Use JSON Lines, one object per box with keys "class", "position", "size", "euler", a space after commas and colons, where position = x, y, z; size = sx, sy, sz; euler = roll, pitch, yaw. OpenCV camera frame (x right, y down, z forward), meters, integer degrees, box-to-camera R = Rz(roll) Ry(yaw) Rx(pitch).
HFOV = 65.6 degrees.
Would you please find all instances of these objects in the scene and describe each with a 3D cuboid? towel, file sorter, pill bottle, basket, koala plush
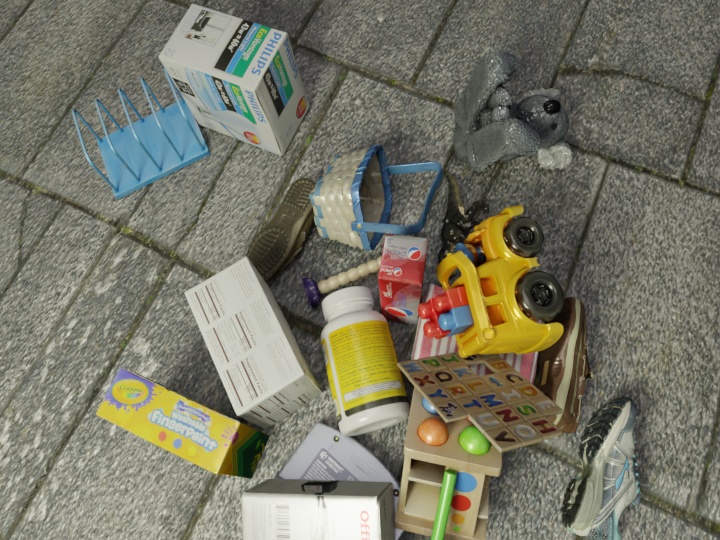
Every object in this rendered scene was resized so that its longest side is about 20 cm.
{"class": "towel", "position": [0.181, 0.116, 0.880], "size": [0.194, 0.030, 0.151], "euler": [15, 73, 4]}
{"class": "file sorter", "position": [-0.410, -0.261, 1.043], "size": [0.196, 0.123, 0.141], "euler": [-27, 68, -5]}
{"class": "pill bottle", "position": [0.001, 0.135, 0.854], "size": [0.109, 0.113, 0.206], "euler": [-14, 69, 0]}
{"class": "basket", "position": [0.029, -0.124, 0.925], "size": [0.194, 0.142, 0.178], "euler": [0, 39, 26]}
{"class": "koala plush", "position": [0.278, -0.257, 0.973], "size": [0.194, 0.184, 0.183], "euler": [-7, 76, -20]}

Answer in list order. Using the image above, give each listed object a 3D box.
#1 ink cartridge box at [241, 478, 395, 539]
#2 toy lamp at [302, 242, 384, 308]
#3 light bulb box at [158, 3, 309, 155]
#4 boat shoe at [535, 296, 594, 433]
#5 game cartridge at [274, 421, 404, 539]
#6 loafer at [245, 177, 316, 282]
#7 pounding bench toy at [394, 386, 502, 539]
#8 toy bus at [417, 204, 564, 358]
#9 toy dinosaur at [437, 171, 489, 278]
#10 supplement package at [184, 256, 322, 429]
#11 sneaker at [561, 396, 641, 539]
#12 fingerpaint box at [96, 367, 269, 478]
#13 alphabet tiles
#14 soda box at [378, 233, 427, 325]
{"class": "ink cartridge box", "position": [-0.053, 0.365, 0.747], "size": [0.193, 0.083, 0.150], "euler": [-5, 83, 18]}
{"class": "toy lamp", "position": [0.000, 0.000, 0.937], "size": [0.195, 0.059, 0.060], "euler": [-22, 68, -4]}
{"class": "light bulb box", "position": [-0.218, -0.339, 1.013], "size": [0.195, 0.199, 0.128], "euler": [22, 73, 15]}
{"class": "boat shoe", "position": [0.316, 0.145, 0.851], "size": [0.073, 0.075, 0.207], "euler": [25, 70, -10]}
{"class": "game cartridge", "position": [-0.019, 0.327, 0.824], "size": [0.198, 0.041, 0.134], "euler": [37, 80, 17]}
{"class": "loafer", "position": [-0.127, -0.060, 0.970], "size": [0.075, 0.067, 0.202], "euler": [36, 92, 21]}
{"class": "pounding bench toy", "position": [0.112, 0.269, 0.719], "size": [0.120, 0.161, 0.201], "euler": [9, 29, 9]}
{"class": "toy bus", "position": [0.171, 0.024, 0.810], "size": [0.186, 0.136, 0.206], "euler": [-7, 71, -12]}
{"class": "toy dinosaur", "position": [0.179, -0.089, 0.962], "size": [0.085, 0.048, 0.206], "euler": [1, 66, 13]}
{"class": "supplement package", "position": [-0.158, 0.115, 0.854], "size": [0.109, 0.156, 0.203], "euler": [-28, 68, -5]}
{"class": "sneaker", "position": [0.356, 0.283, 0.793], "size": [0.084, 0.078, 0.204], "euler": [26, 80, 2]}
{"class": "fingerpaint box", "position": [-0.250, 0.228, 0.814], "size": [0.195, 0.168, 0.075], "euler": [20, 71, 12]}
{"class": "alphabet tiles", "position": [0.164, 0.164, 0.745], "size": [0.162, 0.008, 0.200], "euler": [-5, 25, -25]}
{"class": "soda box", "position": [0.064, 0.020, 0.845], "size": [0.061, 0.201, 0.072], "euler": [8, 69, 7]}
